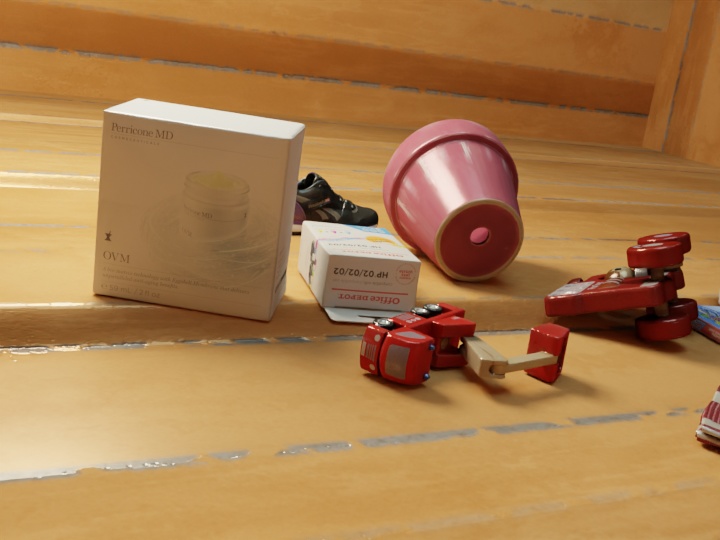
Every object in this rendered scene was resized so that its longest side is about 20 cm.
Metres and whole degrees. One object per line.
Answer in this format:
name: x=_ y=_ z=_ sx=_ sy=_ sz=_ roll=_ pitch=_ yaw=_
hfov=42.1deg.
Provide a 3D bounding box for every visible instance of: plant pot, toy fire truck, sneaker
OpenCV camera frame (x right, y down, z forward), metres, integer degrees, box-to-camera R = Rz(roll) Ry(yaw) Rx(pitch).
plant pot: x=0.142 y=-0.086 z=1.319 sx=0.197 sy=0.202 sz=0.180 roll=4 pitch=31 yaw=-15
toy fire truck: x=0.108 y=0.079 z=0.928 sx=0.140 sy=0.049 sz=0.199 roll=19 pitch=18 yaw=33
toy fire truck: x=0.332 y=0.021 z=1.186 sx=0.166 sy=0.114 sz=0.200 roll=-5 pitch=7 yaw=26
sneaker: x=-0.053 y=-0.104 z=1.434 sx=0.198 sy=0.089 sz=0.076 roll=-1 pitch=17 yaw=-33

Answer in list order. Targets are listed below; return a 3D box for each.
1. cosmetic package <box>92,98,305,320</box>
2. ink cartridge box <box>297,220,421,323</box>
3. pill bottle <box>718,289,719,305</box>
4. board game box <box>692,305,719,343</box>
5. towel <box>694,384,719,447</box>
cosmetic package: x=-0.175 y=-0.070 z=1.025 sx=0.197 sy=0.203 sz=0.123 roll=8 pitch=15 yaw=2
ink cartridge box: x=0.000 y=0.000 z=1.121 sx=0.114 sy=0.069 sz=0.200 roll=4 pitch=16 yaw=-16
pill bottle: x=0.615 y=0.020 z=1.307 sx=0.198 sy=0.114 sz=0.113 roll=13 pitch=16 yaw=17
board game box: x=0.494 y=0.085 z=1.181 sx=0.102 sy=0.020 sz=0.200 roll=5 pitch=15 yaw=-18
towel: x=0.408 y=0.149 z=0.895 sx=0.143 sy=0.023 sz=0.199 roll=19 pitch=19 yaw=26
